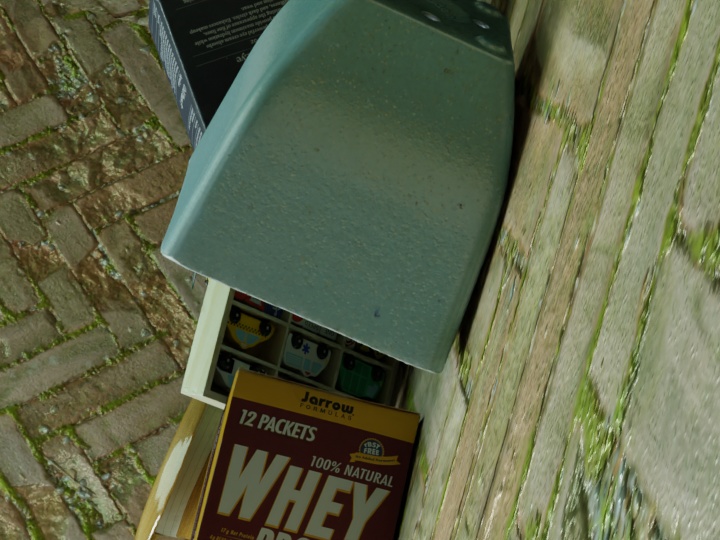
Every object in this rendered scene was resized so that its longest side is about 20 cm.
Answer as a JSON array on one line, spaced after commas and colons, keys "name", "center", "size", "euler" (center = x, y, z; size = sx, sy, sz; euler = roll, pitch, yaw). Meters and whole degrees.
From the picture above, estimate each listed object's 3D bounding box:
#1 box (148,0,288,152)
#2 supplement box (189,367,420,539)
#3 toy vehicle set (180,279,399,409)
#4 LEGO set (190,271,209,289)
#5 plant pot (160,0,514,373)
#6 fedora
[{"name": "box", "center": [-0.038, -0.147, 1.542], "size": [0.104, 0.199, 0.183], "euler": [118, 133, -76]}, {"name": "supplement box", "center": [-0.055, 0.200, 1.465], "size": [0.200, 0.132, 0.199], "euler": [115, 168, -71]}, {"name": "toy vehicle set", "center": [-0.046, 0.062, 1.588], "size": [0.026, 0.199, 0.125], "euler": [2, 74, 43]}, {"name": "LEGO set", "center": [-0.103, 0.001, 1.713], "size": [0.200, 0.115, 0.155], "euler": [124, 147, -63]}, {"name": "plant pot", "center": [0.007, -0.090, 1.334], "size": [0.196, 0.195, 0.201], "euler": [-85, 20, -68]}, {"name": "fedora", "center": [-0.118, 0.167, 1.664], "size": [0.201, 0.081, 0.202], "euler": [23, -90, -90]}]
